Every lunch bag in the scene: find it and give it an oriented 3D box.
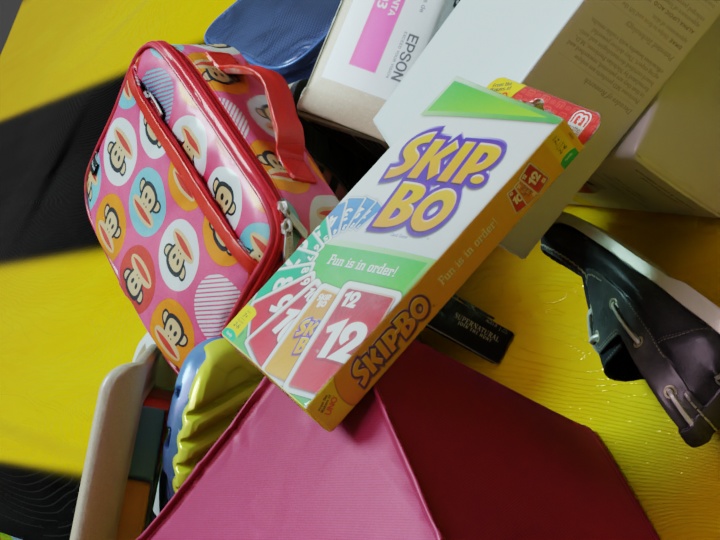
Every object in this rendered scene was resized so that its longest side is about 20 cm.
[{"bbox_3d":[-0.089,-0.047,0.897,0.200,0.082,0.177,55,129,32],"label":"lunch bag"},{"bbox_3d":[-0.022,-0.167,1.144,0.136,0.132,0.200,-43,31,-8],"label":"lunch bag"}]

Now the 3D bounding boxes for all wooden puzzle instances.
[{"bbox_3d":[-0.144,0.144,0.894,0.200,0.037,0.186,170,111,-90],"label":"wooden puzzle"}]

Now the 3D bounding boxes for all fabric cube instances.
[{"bbox_3d":[0.026,0.173,0.730,0.200,0.199,0.197,-51,33,18],"label":"fabric cube"}]

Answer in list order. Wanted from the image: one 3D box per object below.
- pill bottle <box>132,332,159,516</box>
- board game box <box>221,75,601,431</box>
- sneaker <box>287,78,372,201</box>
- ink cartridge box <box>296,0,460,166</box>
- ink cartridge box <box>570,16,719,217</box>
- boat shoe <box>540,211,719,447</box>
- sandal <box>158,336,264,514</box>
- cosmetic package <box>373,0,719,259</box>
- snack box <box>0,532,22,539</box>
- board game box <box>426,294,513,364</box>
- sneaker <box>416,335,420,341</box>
[{"bbox_3d":[-0.108,0.129,1.058,0.111,0.111,0.200,-49,32,21],"label":"pill bottle"},{"bbox_3d":[0.024,-0.020,0.700,0.200,0.030,0.095,-46,36,-8],"label":"board game box"},{"bbox_3d":[-0.042,-0.073,1.033,0.082,0.200,0.071,-6,61,20],"label":"sneaker"},{"bbox_3d":[0.053,-0.167,0.982,0.075,0.165,0.201,22,89,23],"label":"ink cartridge box"},{"bbox_3d":[0.155,-0.119,0.882,0.200,0.083,0.146,11,76,58],"label":"ink cartridge box"},{"bbox_3d":[0.148,0.025,0.788,0.068,0.072,0.200,-53,33,8],"label":"boat shoe"},{"bbox_3d":[-0.096,0.132,0.860,0.087,0.079,0.201,28,118,47],"label":"sandal"},{"bbox_3d":[0.106,-0.122,0.798,0.200,0.081,0.113,-53,31,17],"label":"cosmetic package"},{"bbox_3d":[-0.194,0.261,0.996,0.068,0.199,0.169,-61,29,1],"label":"snack box"},{"bbox_3d":[0.000,0.000,0.973,0.028,0.135,0.200,-62,30,-1],"label":"board game box"},{"bbox_3d":[-0.060,0.027,0.997,0.199,0.105,0.076,1,41,17],"label":"sneaker"}]
